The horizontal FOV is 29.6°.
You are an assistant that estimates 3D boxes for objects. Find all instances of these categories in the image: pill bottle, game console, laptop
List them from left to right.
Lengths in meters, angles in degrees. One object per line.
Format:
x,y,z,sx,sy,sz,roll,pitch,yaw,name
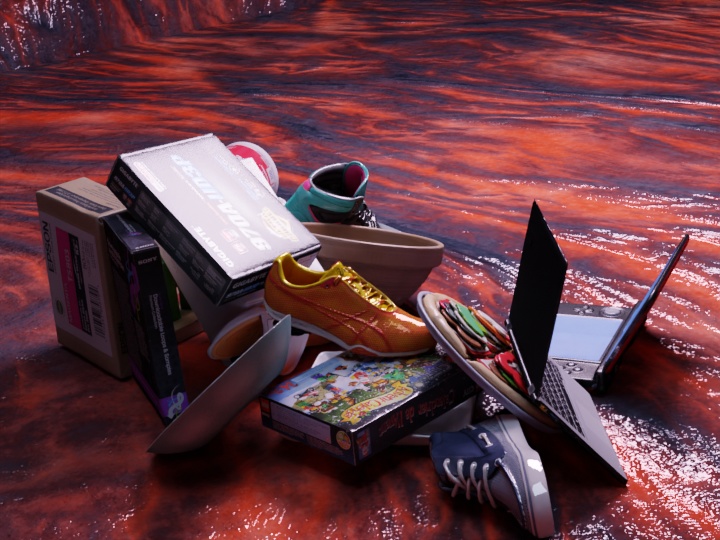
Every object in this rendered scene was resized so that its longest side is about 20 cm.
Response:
-0.208,-0.111,2.031,0.111,0.114,0.200,3,23,20,pill bottle
0.208,0.065,1.310,0.116,0.200,0.188,-44,16,14,laptop
0.263,0.039,1.509,0.170,0.120,0.200,5,22,24,game console

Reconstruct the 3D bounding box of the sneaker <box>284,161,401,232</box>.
-0.005,-0.082,1.811,0.198,0.121,0.084,10,37,-29,sneaker

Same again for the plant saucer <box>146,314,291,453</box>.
-0.132,0.127,1.384,0.201,0.039,0.201,-45,-1,-1,plant saucer

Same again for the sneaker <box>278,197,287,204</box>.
-0.120,-0.046,1.899,0.079,0.078,0.200,-20,24,-13,sneaker

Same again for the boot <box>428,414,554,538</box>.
0.116,0.192,1.234,0.089,0.074,0.200,-11,12,-2,boot

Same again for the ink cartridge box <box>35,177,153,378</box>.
-0.308,0.007,1.623,0.074,0.203,0.164,-19,24,-35,ink cartridge box

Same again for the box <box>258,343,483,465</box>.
0.015,0.123,1.388,0.136,0.038,0.199,15,29,42,box

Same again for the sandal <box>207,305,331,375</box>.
-0.076,0.082,1.554,0.205,0.079,0.060,-5,52,-40,sandal

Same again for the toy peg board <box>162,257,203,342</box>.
-0.245,-0.001,1.775,0.197,0.099,0.199,13,27,40,toy peg board

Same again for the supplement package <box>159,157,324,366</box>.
-0.144,-0.012,1.618,0.119,0.122,0.201,-16,59,-31,supplement package

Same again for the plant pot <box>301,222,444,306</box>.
0.000,0.000,1.679,0.198,0.094,0.201,7,6,-1,plant pot

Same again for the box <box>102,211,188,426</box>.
-0.234,0.050,1.491,0.036,0.203,0.143,-16,23,-18,box

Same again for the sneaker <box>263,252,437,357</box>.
-0.010,0.037,1.430,0.197,0.078,0.073,18,23,9,sneaker

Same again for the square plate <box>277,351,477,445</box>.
0.030,0.137,1.442,0.195,0.029,0.200,0,22,13,square plate

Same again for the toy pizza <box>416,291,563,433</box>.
0.138,0.084,1.370,0.032,0.200,0.200,-48,11,13,toy pizza

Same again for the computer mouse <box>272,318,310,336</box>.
-0.029,0.073,1.531,0.199,0.034,0.058,10,22,-48,computer mouse

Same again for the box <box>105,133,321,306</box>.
-0.161,-0.061,1.514,0.200,0.046,0.158,46,36,18,box
